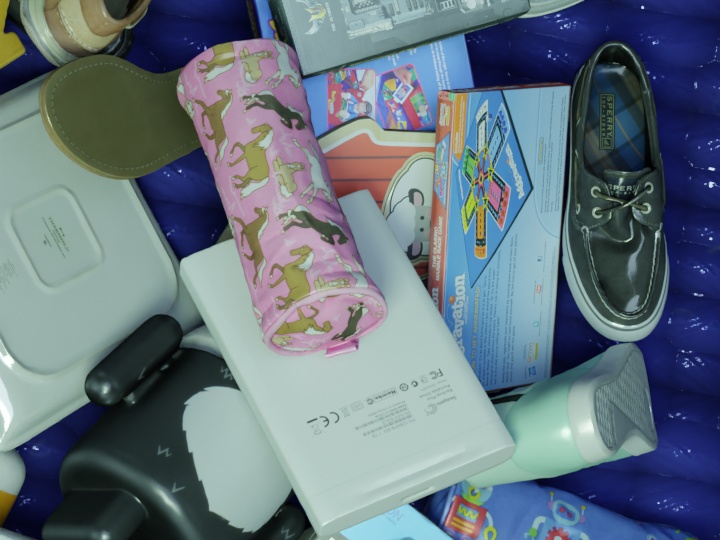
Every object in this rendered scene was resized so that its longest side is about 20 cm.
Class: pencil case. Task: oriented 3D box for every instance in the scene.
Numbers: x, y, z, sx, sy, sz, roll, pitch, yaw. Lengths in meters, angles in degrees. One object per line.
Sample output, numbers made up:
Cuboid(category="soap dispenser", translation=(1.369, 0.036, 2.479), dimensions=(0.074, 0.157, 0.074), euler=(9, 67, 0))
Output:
Cuboid(category="pencil case", translation=(-0.049, -0.044, 1.539), dimensions=(0.086, 0.083, 0.200), euler=(6, 53, -41))
Cuboid(category="pencil case", translation=(0.131, 0.182, 1.666), dimensions=(0.200, 0.078, 0.087), euler=(20, 68, -8))

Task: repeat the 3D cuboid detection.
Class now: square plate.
Cuboid(category="square plate", translation=(-0.197, -0.015, 1.584), dimensions=(0.198, 0.028, 0.200), euler=(-30, 94, -45))

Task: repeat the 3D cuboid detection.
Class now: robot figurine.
Cuboid(category="robot figurine", translation=(-0.105, 0.121, 1.582), dimensions=(0.125, 0.150, 0.200), euler=(29, 54, 21))

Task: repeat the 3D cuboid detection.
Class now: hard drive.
Cuboid(category="hard drive", translation=(-0.010, 0.054, 1.552), dimensions=(0.132, 0.027, 0.200), euler=(-21, 63, -17))

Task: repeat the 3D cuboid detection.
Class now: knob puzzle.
Cuboid(category="knob puzzle", translation=(0.000, 0.000, 1.645), dimensions=(0.219, 0.030, 0.220), euler=(-3, 105, -11))

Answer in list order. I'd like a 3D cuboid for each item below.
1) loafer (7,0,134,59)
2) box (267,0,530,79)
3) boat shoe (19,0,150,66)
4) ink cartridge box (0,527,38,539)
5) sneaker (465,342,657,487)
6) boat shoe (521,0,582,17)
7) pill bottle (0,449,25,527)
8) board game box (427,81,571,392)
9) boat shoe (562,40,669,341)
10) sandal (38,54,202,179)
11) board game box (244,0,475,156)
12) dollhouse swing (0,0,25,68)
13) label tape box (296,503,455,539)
Cuboid(category="loafer", translation=(-0.216, -0.211, 1.615), dimensions=(0.073, 0.072, 0.200), euler=(-41, 96, -8))
Cuboid(category="box", translation=(0.005, -0.237, 1.616), dimensions=(0.157, 0.051, 0.200), euler=(-17, 93, -10))
Cuboid(category="boat shoe", translation=(-0.144, -0.210, 1.592), dimensions=(0.076, 0.072, 0.200), euler=(45, 47, -34))
Cuboid(category="ink cartridge box", translation=(-0.242, 0.256, 1.555), dimensions=(0.043, 0.198, 0.200), euler=(20, 83, 31))
Cuboid(category="sneaker", translation=(0.120, 0.094, 1.632), dimensions=(0.118, 0.200, 0.074), euler=(-12, 87, 20))
Cuboid(category="boat shoe", translation=(0.174, -0.234, 1.682), dimensions=(0.202, 0.065, 0.075), euler=(-27, 93, -8))
Cuboid(category="pill bottle", translation=(-0.278, 0.144, 1.582), dimensions=(0.111, 0.111, 0.200), euler=(27, 85, -8))
Cuboid(category="board game box", translation=(0.088, -0.020, 1.644), dimensions=(0.103, 0.019, 0.200), euler=(-7, 106, -40))
Cuboid(category="boat shoe", translation=(0.169, -0.056, 1.650), dimensions=(0.070, 0.066, 0.200), euler=(2, 70, 1))
Cuboid(category="sandal", translation=(-0.152, -0.095, 1.593), dimensions=(0.070, 0.212, 0.078), euler=(-10, 92, 34))
Cuboid(category="board game box", translation=(-0.006, -0.178, 1.663), dimensions=(0.134, 0.045, 0.200), euler=(-11, 91, -9))
Cuboid(category="dollhouse swing", translation=(-0.358, -0.163, 1.596), dimensions=(0.182, 0.176, 0.200), euler=(-36, 96, -41))
Cuboid(category="label tape box", translation=(-0.006, 0.245, 1.638), dimensions=(0.144, 0.063, 0.200), euler=(39, 91, -7))
